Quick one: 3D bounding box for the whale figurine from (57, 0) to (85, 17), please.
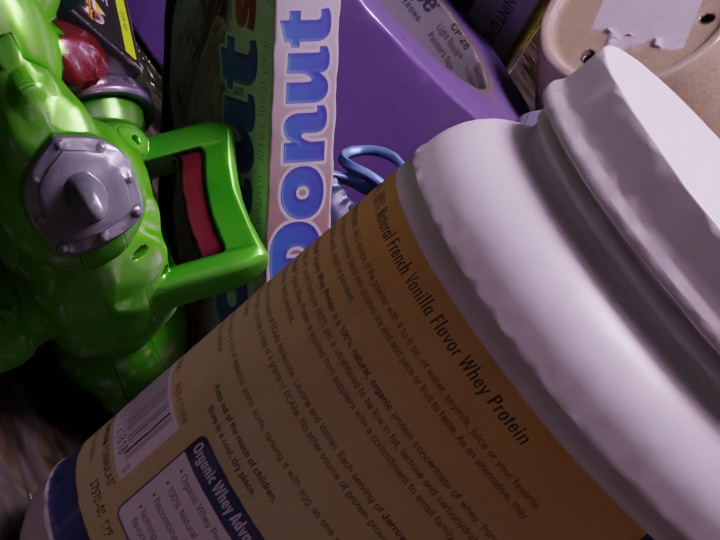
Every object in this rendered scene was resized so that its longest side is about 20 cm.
[{"bbox_3d":[-0.137,-0.113,0.867,0.200,0.158,0.104,-26,107,-54],"label":"whale figurine"}]

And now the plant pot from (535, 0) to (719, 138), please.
[{"bbox_3d":[0.155,-0.047,1.352,0.200,0.187,0.188,63,1,-41],"label":"plant pot"}]

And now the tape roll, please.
[{"bbox_3d":[-0.018,-0.103,1.291,0.200,0.085,0.200,45,14,-15],"label":"tape roll"}]

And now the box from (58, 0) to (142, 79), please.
[{"bbox_3d":[-0.165,-0.158,1.052,0.193,0.047,0.200,44,14,-29],"label":"box"}]

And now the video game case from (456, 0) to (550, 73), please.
[{"bbox_3d":[0.004,-0.172,1.406,0.200,0.026,0.181,42,-24,5],"label":"video game case"}]

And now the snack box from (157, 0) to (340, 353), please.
[{"bbox_3d":[-0.032,-0.051,0.855,0.024,0.201,0.072,-4,14,-29],"label":"snack box"}]

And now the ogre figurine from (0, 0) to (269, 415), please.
[{"bbox_3d":[-0.088,-0.033,0.828,0.120,0.098,0.200,61,-27,23],"label":"ogre figurine"}]

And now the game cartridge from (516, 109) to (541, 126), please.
[{"bbox_3d":[0.106,0.047,1.238,0.200,0.041,0.134,50,48,-30],"label":"game cartridge"}]

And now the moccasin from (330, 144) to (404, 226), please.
[{"bbox_3d":[0.000,0.000,0.976,0.081,0.068,0.200,60,-5,15],"label":"moccasin"}]

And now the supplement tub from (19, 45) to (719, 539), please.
[{"bbox_3d":[0.027,0.053,0.760,0.144,0.200,0.145,46,14,-15],"label":"supplement tub"}]
